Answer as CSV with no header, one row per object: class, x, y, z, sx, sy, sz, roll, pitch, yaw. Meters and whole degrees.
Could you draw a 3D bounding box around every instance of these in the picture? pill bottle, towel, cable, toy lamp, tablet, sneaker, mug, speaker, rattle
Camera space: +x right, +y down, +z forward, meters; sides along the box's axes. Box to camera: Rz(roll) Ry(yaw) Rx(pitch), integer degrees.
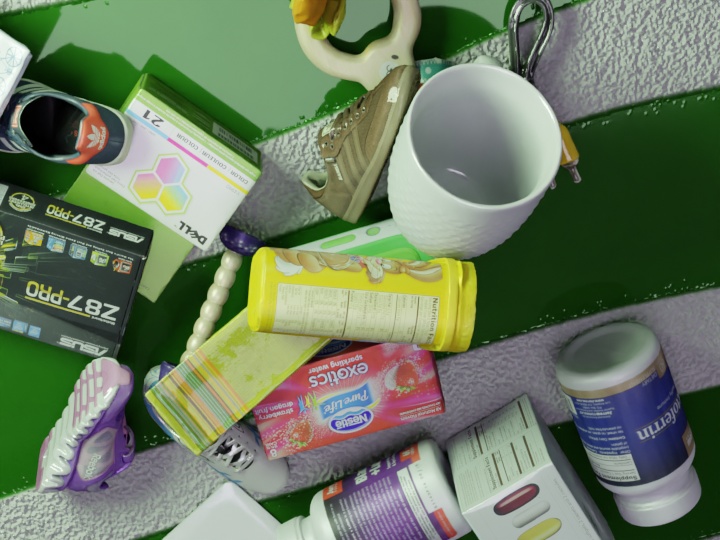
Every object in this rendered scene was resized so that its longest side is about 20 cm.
pill bottle,0.293,0.167,1.539,0.115,0.116,0.202,-22,112,5
towel,-0.115,0.092,1.433,0.200,0.018,0.086,-41,107,3
cable,0.165,-0.178,1.452,0.096,0.050,0.203,-6,100,17
toy lamp,-0.157,0.055,1.468,0.058,0.058,0.202,24,89,-12
tablet,-0.124,0.341,1.634,0.130,0.014,0.200,-42,108,11
sneaker,-0.272,0.170,1.515,0.088,0.081,0.201,19,130,-20
sneaker,-0.005,-0.128,1.401,0.075,0.071,0.201,27,133,2
mug,0.102,-0.111,1.371,0.146,0.176,0.202,14,66,-5
pill bottle,0.013,0.275,1.565,0.198,0.112,0.112,-27,110,6
sneaker,-0.156,0.180,1.540,0.200,0.073,0.072,42,102,-18
speaker,0.000,0.000,1.474,0.198,0.089,0.089,-16,111,3
rattle,0.025,-0.213,1.369,0.130,0.143,0.201,-39,103,-8
sneaker,-0.317,-0.145,1.363,0.198,0.084,0.076,9,94,24

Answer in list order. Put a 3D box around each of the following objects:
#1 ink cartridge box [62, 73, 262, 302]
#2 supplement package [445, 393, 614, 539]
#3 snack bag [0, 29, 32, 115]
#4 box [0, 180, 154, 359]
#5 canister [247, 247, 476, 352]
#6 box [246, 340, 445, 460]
ink cartridge box,-0.211,-0.070,1.438,0.147,0.076,0.201,33,104,-15
supplement package,0.193,0.269,1.550,0.110,0.156,0.201,-31,110,9
snack bag,-0.422,-0.182,1.362,0.199,0.021,0.190,38,105,16
box,-0.321,-0.002,1.443,0.198,0.049,0.162,18,132,-8
canister,-0.003,0.026,1.356,0.197,0.148,0.088,5,88,-9
box,-0.018,0.114,1.509,0.198,0.096,0.101,-15,112,2
